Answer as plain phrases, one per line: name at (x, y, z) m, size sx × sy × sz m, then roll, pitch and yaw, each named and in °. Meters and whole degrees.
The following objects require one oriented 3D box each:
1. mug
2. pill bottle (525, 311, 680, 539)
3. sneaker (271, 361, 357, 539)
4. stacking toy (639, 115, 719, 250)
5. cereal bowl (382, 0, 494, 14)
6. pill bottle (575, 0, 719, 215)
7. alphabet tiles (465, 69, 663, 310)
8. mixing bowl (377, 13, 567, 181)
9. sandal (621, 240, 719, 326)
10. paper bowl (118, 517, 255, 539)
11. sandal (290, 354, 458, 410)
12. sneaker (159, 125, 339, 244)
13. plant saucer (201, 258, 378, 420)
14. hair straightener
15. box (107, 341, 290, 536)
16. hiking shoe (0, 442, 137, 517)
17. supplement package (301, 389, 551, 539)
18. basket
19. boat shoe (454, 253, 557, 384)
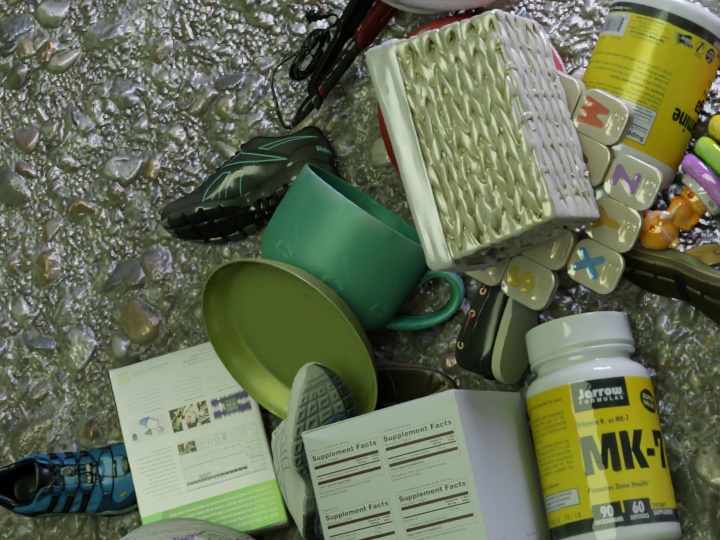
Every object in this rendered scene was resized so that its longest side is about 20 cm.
mug at (-0.008, -0.004, 1.457) m, size 0.185 × 0.152 × 0.115 m, roll 38°, pitch 99°, yaw 26°
pill bottle at (0.208, 0.145, 1.348) m, size 0.113 × 0.114 × 0.202 m, roll -15°, pitch 74°, yaw 21°
sneaker at (-0.054, 0.165, 1.431) m, size 0.087 × 0.074 × 0.202 m, roll 41°, pitch 139°, yaw 41°
stacking toy at (0.323, -0.088, 1.338) m, size 0.200 × 0.110 × 0.116 m, roll -43°, pitch 65°, yaw 6°
cereal bowl at (0.061, -0.306, 1.483) m, size 0.199 × 0.199 × 0.084 m, roll 32°, pitch 129°, yaw 26°
pill bottle at (0.248, -0.143, 1.389) m, size 0.112 × 0.112 × 0.202 m, roll 22°, pitch 90°, yaw 27°
alphabet tiles at (0.162, -0.072, 1.359) m, size 0.195 × 0.015 × 0.201 m, roll 30°, pitch 106°, yaw 26°
mixing bowl at (0.092, -0.166, 1.469) m, size 0.198 × 0.108 × 0.202 m, roll -6°, pitch 77°, yaw 24°
sandal at (0.311, 0.004, 1.360) m, size 0.199 × 0.081 × 0.054 m, roll 25°, pitch 69°, yaw 31°
paper bowl at (-0.173, 0.315, 1.452) m, size 0.200 × 0.201 × 0.105 m, roll -34°, pitch 39°, yaw 15°
sandal at (0.011, 0.108, 1.478) m, size 0.198 × 0.054 × 0.083 m, roll 5°, pitch 102°, yaw 27°
sneaker at (-0.115, -0.087, 1.578) m, size 0.198 × 0.075 × 0.080 m, roll -17°, pitch 59°, yaw 14°
plant saucer at (-0.061, 0.065, 1.427) m, size 0.199 × 0.201 × 0.031 m, roll 21°, pitch 46°, yaw 27°
hair straightener at (-0.029, -0.234, 1.570) m, size 0.077 × 0.041 × 0.201 m, roll 35°, pitch 92°, yaw 27°
box at (-0.162, 0.177, 1.533) m, size 0.143 × 0.036 × 0.202 m, roll -16°, pitch 71°, yaw 0°
hiking shoe at (-0.296, 0.220, 1.581) m, size 0.198 × 0.087 × 0.075 m, roll -16°, pitch 73°, yaw 21°
supplement package at (0.069, 0.217, 1.313) m, size 0.146 × 0.191 × 0.202 m, roll -17°, pitch 78°, yaw 20°
basket at (0.108, -0.112, 1.304) m, size 0.123 × 0.135 × 0.202 m, roll -20°, pitch 83°, yaw 27°
boat shoe at (0.144, 0.003, 1.429) m, size 0.063 × 0.074 × 0.203 m, roll 15°, pitch 81°, yaw 38°
